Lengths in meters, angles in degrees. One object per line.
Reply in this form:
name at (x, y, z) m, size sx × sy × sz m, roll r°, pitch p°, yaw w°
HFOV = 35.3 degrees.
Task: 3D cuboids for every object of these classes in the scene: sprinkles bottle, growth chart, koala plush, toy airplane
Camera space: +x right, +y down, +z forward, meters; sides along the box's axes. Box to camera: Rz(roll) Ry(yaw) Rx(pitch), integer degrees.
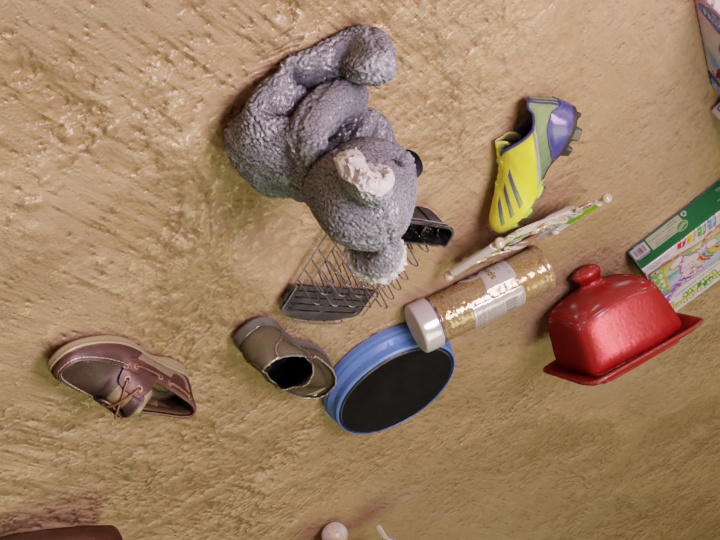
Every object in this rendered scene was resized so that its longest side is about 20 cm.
sprinkles bottle at (0.158, 0.037, 1.488) m, size 0.199 × 0.068 × 0.069 m, roll -25°, pitch 145°, yaw -12°
growth chart at (0.207, -0.042, 1.429) m, size 0.199 × 0.018 × 0.145 m, roll -22°, pitch 171°, yaw -26°
koala plush at (-0.016, -0.093, 1.070) m, size 0.182 × 0.201 × 0.178 m, roll -23°, pitch 145°, yaw -14°
toy airplane at (-0.028, 0.479, 1.850) m, size 0.199 × 0.143 × 0.198 m, roll -12°, pitch 180°, yaw -40°

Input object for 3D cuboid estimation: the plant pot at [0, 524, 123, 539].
plant pot at (-0.418, 0.403, 1.408) m, size 0.198 × 0.188 × 0.188 m, roll 14°, pitch 127°, yaw -29°

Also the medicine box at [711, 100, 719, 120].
medicine box at (0.580, -0.201, 1.413) m, size 0.102 × 0.201 × 0.183 m, roll 5°, pitch 131°, yaw -42°

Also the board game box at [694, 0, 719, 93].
board game box at (0.468, -0.219, 1.303) m, size 0.041 × 0.201 × 0.200 m, roll -34°, pitch 145°, yaw 4°

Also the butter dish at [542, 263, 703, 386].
butter dish at (0.349, 0.061, 1.616) m, size 0.199 × 0.149 × 0.199 m, roll -28°, pitch -174°, yaw -10°

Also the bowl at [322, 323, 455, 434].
bowl at (0.043, 0.154, 1.567) m, size 0.199 × 0.040 × 0.202 m, roll -22°, pitch 145°, yaw -16°

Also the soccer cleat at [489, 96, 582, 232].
soccer cleat at (0.187, -0.127, 1.333) m, size 0.083 × 0.065 × 0.201 m, roll 17°, pitch 135°, yaw -10°

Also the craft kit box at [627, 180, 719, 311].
craft kit box at (0.514, -0.037, 1.707) m, size 0.199 × 0.049 × 0.197 m, roll -38°, pitch 148°, yaw 8°

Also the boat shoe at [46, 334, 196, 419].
boat shoe at (-0.259, 0.129, 1.263) m, size 0.072 × 0.072 × 0.200 m, roll -42°, pitch 145°, yaw 14°

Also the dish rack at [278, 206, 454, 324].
dish rack at (0.000, 0.000, 1.329) m, size 0.152 × 0.055 × 0.201 m, roll 6°, pitch 131°, yaw -42°

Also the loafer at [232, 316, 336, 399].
loafer at (-0.087, 0.125, 1.398) m, size 0.075 × 0.070 × 0.200 m, roll -39°, pitch 145°, yaw 10°
